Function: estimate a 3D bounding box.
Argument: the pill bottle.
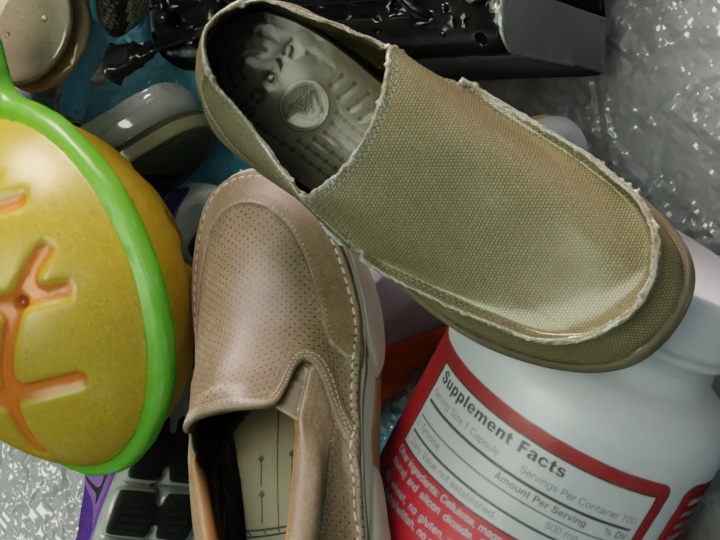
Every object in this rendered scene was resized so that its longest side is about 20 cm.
[{"bbox_3d":[0.065,0.078,0.728,0.112,0.112,0.201,38,109,29],"label":"pill bottle"}]

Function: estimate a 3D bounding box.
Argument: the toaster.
[{"bbox_3d":[0.005,-0.162,0.771,0.199,0.118,0.182,1,89,35],"label":"toaster"}]

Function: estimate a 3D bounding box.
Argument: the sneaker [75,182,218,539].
[{"bbox_3d":[-0.090,0.061,0.873,0.083,0.080,0.201,11,86,48],"label":"sneaker"}]

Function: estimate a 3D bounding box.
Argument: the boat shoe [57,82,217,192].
[{"bbox_3d":[-0.152,-0.040,0.905,0.199,0.075,0.069,-31,76,30],"label":"boat shoe"}]

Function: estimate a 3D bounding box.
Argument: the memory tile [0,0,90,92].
[{"bbox_3d":[-0.203,-0.135,0.874,0.199,0.017,0.154,-11,73,29],"label":"memory tile"}]

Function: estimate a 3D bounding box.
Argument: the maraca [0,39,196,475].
[{"bbox_3d":[-0.136,-0.010,0.790,0.200,0.107,0.137,55,132,20],"label":"maraca"}]

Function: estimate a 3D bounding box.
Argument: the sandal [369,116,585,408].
[{"bbox_3d":[0.005,0.001,0.791,0.207,0.079,0.059,-45,60,18],"label":"sandal"}]

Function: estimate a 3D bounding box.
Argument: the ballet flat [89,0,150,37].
[{"bbox_3d":[-0.080,-0.195,0.854,0.075,0.068,0.201,8,112,13],"label":"ballet flat"}]

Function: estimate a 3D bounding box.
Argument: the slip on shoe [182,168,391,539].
[{"bbox_3d":[-0.035,0.050,0.707,0.076,0.060,0.201,-20,65,31],"label":"slip on shoe"}]

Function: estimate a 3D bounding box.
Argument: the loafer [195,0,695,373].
[{"bbox_3d":[0.018,-0.030,0.658,0.199,0.067,0.076,28,91,21],"label":"loafer"}]
